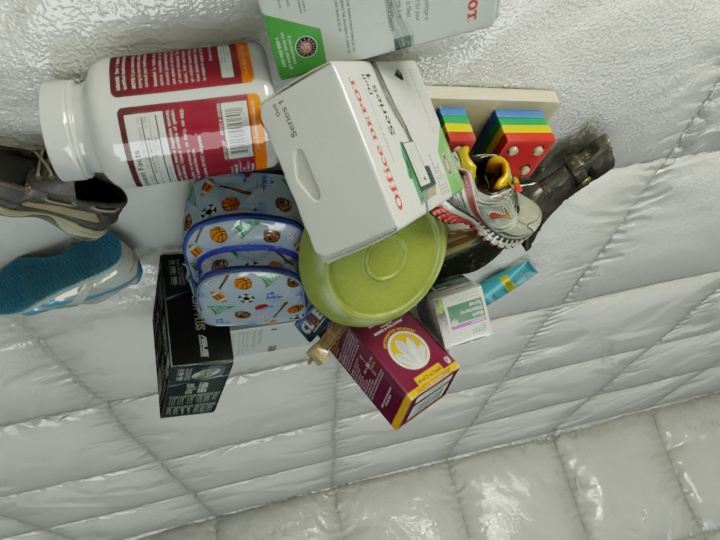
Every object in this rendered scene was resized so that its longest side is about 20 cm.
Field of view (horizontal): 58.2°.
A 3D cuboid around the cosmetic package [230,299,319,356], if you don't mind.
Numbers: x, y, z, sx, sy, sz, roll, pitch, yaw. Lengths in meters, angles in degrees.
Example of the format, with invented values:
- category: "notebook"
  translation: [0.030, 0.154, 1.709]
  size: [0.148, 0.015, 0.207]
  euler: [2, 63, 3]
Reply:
- category: "cosmetic package"
  translation: [-0.140, 0.080, 1.062]
  size: [0.194, 0.076, 0.102]
  euler: [-6, 151, -15]

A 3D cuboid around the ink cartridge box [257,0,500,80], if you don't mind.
- category: "ink cartridge box"
  translation: [0.010, -0.252, 0.509]
  size: [0.194, 0.085, 0.148]
  euler: [-14, 153, -2]

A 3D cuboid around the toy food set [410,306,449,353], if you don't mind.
- category: "toy food set"
  translation: [0.053, 0.120, 1.128]
  size: [0.140, 0.201, 0.062]
  euler: [-2, 119, -22]

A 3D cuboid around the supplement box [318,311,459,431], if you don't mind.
- category: "supplement box"
  translation: [0.039, 0.121, 0.981]
  size: [0.109, 0.200, 0.087]
  euler: [-24, 149, -35]

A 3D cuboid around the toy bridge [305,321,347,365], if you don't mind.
- category: "toy bridge"
  translation: [-0.009, 0.057, 0.914]
  size: [0.200, 0.027, 0.067]
  euler: [-48, -178, -21]

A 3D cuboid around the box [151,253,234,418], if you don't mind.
- category: "box"
  translation: [-0.248, 0.098, 0.936]
  size: [0.084, 0.167, 0.201]
  euler: [-2, 150, -23]

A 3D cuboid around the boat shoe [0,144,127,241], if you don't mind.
- category: "boat shoe"
  translation: [-0.321, -0.095, 0.656]
  size: [0.073, 0.076, 0.199]
  euler: [-34, 158, 14]

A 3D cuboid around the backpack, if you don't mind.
- category: "backpack"
  translation: [-0.136, -0.028, 0.791]
  size: [0.194, 0.157, 0.193]
  euler: [-7, 142, -8]

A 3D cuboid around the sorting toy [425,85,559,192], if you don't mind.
- category: "sorting toy"
  translation: [0.129, -0.130, 0.815]
  size: [0.195, 0.071, 0.200]
  euler: [-5, 151, -21]

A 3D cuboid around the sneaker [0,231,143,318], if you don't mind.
- category: "sneaker"
  translation: [-0.375, 0.019, 0.822]
  size: [0.195, 0.078, 0.081]
  euler: [-16, 155, 5]

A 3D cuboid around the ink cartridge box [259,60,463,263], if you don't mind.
- category: "ink cartridge box"
  translation: [0.012, -0.111, 0.606]
  size: [0.083, 0.149, 0.199]
  euler: [-20, -173, 28]

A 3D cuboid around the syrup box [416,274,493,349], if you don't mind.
- category: "syrup box"
  translation: [0.141, 0.054, 1.039]
  size: [0.077, 0.084, 0.200]
  euler: [-17, -171, -3]

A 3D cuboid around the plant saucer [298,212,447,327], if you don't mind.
- category: "plant saucer"
  translation: [0.024, -0.019, 0.755]
  size: [0.195, 0.031, 0.205]
  euler: [-11, 117, -23]

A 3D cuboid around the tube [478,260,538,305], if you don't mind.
- category: "tube"
  translation: [0.241, 0.040, 1.227]
  size: [0.197, 0.051, 0.077]
  euler: [-32, 157, 17]

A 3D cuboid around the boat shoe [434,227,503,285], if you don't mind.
- category: "boat shoe"
  translation: [0.133, -0.034, 0.995]
  size: [0.196, 0.075, 0.077]
  euler: [-21, 146, -14]

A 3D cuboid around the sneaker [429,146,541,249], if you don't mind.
- category: "sneaker"
  translation: [0.156, -0.084, 0.752]
  size: [0.197, 0.080, 0.082]
  euler: [12, 142, -42]

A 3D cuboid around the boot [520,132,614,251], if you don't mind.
- category: "boot"
  translation: [0.293, -0.112, 0.939]
  size: [0.172, 0.070, 0.200]
  euler: [-35, 165, 9]

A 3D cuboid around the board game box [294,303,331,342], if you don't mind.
- category: "board game box"
  translation: [0.000, 0.000, 0.898]
  size: [0.200, 0.035, 0.136]
  euler: [-47, 180, -45]

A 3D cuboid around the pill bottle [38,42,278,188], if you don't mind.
- category: "pill bottle"
  translation: [-0.177, -0.139, 0.590]
  size: [0.194, 0.116, 0.114]
  euler: [-9, 153, -10]
